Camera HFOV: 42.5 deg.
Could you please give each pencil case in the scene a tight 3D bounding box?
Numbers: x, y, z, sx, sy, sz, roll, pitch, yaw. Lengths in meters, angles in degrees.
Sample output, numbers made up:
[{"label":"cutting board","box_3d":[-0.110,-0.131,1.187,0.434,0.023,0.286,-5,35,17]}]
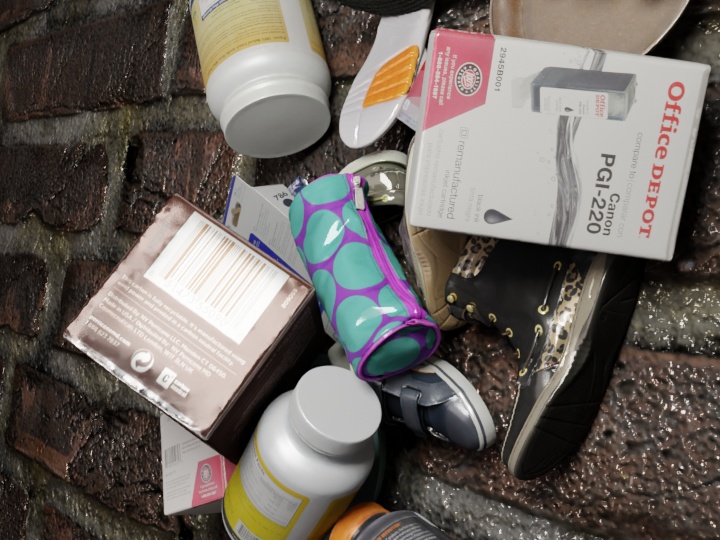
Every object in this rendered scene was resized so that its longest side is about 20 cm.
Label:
[{"label":"pencil case","box_3d":[0.000,0.000,0.846,0.093,0.085,0.201,-53,48,35]}]

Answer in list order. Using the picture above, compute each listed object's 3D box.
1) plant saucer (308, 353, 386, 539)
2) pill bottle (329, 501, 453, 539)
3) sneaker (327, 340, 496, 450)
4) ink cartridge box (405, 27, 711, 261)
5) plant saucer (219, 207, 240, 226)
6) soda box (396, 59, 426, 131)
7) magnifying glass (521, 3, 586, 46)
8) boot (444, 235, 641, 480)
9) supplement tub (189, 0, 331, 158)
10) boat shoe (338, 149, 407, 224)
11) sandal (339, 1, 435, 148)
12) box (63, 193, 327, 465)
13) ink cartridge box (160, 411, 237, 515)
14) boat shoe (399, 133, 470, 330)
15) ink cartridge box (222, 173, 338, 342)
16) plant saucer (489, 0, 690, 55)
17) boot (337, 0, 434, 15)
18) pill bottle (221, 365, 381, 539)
[{"label":"plant saucer","box_3d":[-0.034,0.190,0.981,0.199,0.036,0.202,-11,75,48]},{"label":"pill bottle","box_3d":[0.055,0.282,0.812,0.200,0.106,0.107,28,104,47]},{"label":"sneaker","box_3d":[0.042,0.114,0.861,0.200,0.079,0.079,38,150,50]},{"label":"ink cartridge box","box_3d":[0.141,-0.095,0.694,0.085,0.198,0.147,-86,3,-77]},{"label":"plant saucer","box_3d":[-0.141,0.022,1.139,0.199,0.029,0.202,-11,75,47]},{"label":"soda box","box_3d":[0.121,-0.118,0.831,0.200,0.070,0.064,43,112,43]},{"label":"magnifying glass","box_3d":[0.190,-0.180,0.804,0.200,0.022,0.080,36,110,48]},{"label":"boot","box_3d":[0.135,0.057,0.783,0.150,0.073,0.201,28,100,46]},{"label":"supplement tub","box_3d":[-0.113,-0.246,1.065,0.144,0.144,0.201,-36,58,39]},{"label":"boat shoe","box_3d":[-0.025,-0.059,0.987,0.201,0.072,0.061,-28,59,39]},{"label":"sandal","box_3d":[0.046,-0.206,0.949,0.079,0.059,0.208,4,65,41]},{"label":"box","box_3d":[-0.145,0.065,0.891,0.165,0.200,0.165,33,75,11]},{"label":"ink cartridge box","box_3d":[-0.161,0.164,1.046,0.146,0.082,0.202,-29,62,48]},{"label":"boat shoe","box_3d":[0.065,-0.040,0.834,0.065,0.072,0.201,44,153,52]},{"label":"ink cartridge box","box_3d":[-0.063,-0.016,0.975,0.200,0.039,0.100,40,137,18]},{"label":"plant saucer","box_3d":[0.199,-0.242,0.776,0.199,0.032,0.202,-18,63,39]},{"label":"boot","box_3d":[0.063,-0.332,0.919,0.199,0.068,0.132,1,72,30]},{"label":"pill bottle","box_3d":[-0.053,0.181,0.865,0.112,0.111,0.201,63,141,34]}]
